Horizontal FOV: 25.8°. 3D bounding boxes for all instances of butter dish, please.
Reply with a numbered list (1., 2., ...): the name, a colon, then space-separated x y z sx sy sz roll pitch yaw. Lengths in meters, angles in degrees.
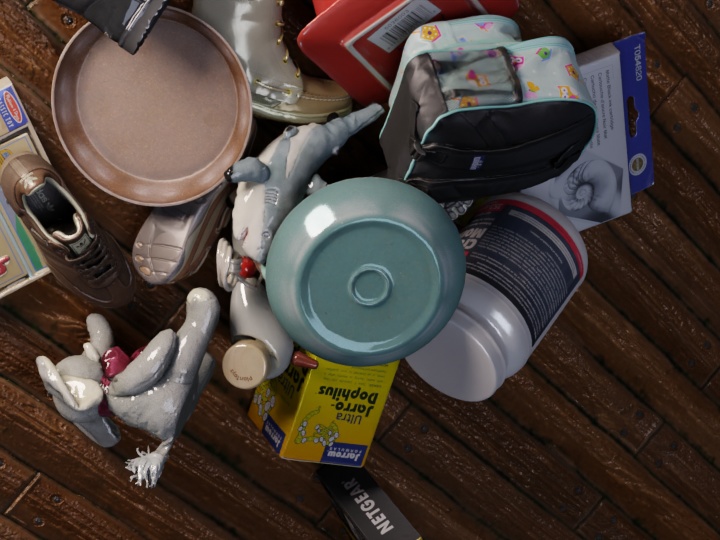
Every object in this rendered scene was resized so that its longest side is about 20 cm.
1. butter dish: 0.030 -0.289 1.574 0.199 0.149 0.199 -33 154 12

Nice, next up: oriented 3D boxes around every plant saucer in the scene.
1. plant saucer: 0.007 0.010 1.526 0.198 0.036 0.202 -2 113 -5
2. plant saucer: -0.201 -0.164 1.538 0.198 0.035 0.202 2 110 5

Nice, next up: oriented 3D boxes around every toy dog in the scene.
1. toy dog: -0.089 0.034 1.635 0.095 0.132 0.201 3 120 5

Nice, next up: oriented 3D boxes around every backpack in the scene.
1. backpack: 0.127 -0.158 1.556 0.198 0.154 0.176 -3 148 -13

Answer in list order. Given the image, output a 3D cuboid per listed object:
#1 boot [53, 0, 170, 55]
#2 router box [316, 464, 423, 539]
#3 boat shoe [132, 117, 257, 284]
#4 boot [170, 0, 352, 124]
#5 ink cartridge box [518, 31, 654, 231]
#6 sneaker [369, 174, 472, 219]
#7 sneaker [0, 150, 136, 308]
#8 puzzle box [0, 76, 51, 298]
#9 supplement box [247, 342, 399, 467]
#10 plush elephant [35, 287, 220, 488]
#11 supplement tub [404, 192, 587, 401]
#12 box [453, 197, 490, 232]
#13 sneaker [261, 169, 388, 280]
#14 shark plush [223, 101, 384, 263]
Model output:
1. boot: -0.249 -0.321 1.447 0.199 0.066 0.165 34 83 -7
2. router box: 0.034 0.322 1.808 0.052 0.200 0.158 -31 122 -10
3. boat shoe: -0.165 -0.076 1.622 0.201 0.076 0.072 -58 156 5
4. boot: -0.085 -0.234 1.578 0.198 0.072 0.156 6 113 -23
5. ink cartridge box: 0.251 -0.144 1.750 0.199 0.041 0.201 -22 121 -19
6. sneaker: 0.026 -0.069 1.703 0.198 0.090 0.079 -14 104 4
7. sneaker: -0.284 -0.026 1.545 0.070 0.076 0.200 -40 122 -5
8. puzzle box: -0.362 -0.074 1.547 0.132 0.025 0.201 -29 121 -12
9. supplement box: -0.032 0.099 1.731 0.109 0.109 0.201 10 107 -29
10. plush elephant: -0.248 0.112 1.623 0.154 0.165 0.201 20 64 4
11. supplement tub: 0.141 0.026 1.671 0.200 0.140 0.141 -50 129 -34
12. box: 0.144 -0.092 1.770 0.117 0.048 0.201 16 102 -31
13. sneaker: 0.000 0.000 1.605 0.199 0.078 0.141 -32 114 -24
14. shark plush: -0.056 -0.096 1.578 0.200 0.083 0.091 -40 169 -26
